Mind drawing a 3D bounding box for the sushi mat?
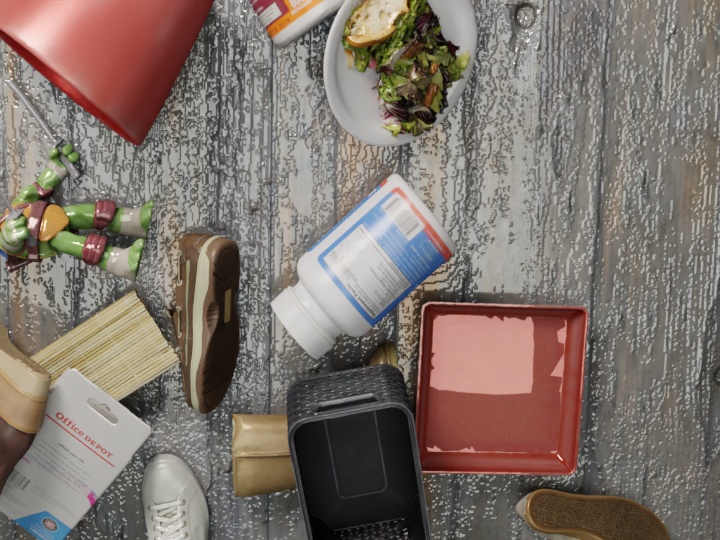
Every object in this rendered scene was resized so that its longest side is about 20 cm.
[{"bbox_3d":[-0.301,0.110,1.189,0.198,0.012,0.096,-31,101,15],"label":"sushi mat"}]

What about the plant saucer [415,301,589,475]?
[{"bbox_3d":[0.160,0.136,1.247,0.196,0.037,0.204,2,99,-6],"label":"plant saucer"}]

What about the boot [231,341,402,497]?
[{"bbox_3d":[-0.050,0.172,1.220,0.195,0.066,0.179,-1,99,-4],"label":"boot"}]

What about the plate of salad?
[{"bbox_3d":[0.051,-0.225,1.134,0.197,0.048,0.204,-17,123,-28],"label":"plate of salad"}]

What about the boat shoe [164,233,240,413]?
[{"bbox_3d":[-0.180,0.056,1.196,0.074,0.074,0.207,16,106,27],"label":"boat shoe"}]

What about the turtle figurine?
[{"bbox_3d":[-0.315,-0.074,1.117,0.190,0.144,0.204,13,101,-11],"label":"turtle figurine"}]

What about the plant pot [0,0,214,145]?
[{"bbox_3d":[-0.250,-0.258,1.078,0.199,0.200,0.178,38,85,-10],"label":"plant pot"}]

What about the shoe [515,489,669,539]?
[{"bbox_3d":[0.278,0.304,1.282,0.196,0.053,0.071,18,65,-12],"label":"shoe"}]

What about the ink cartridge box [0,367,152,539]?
[{"bbox_3d":[-0.318,0.194,1.175,0.115,0.068,0.200,39,109,-10],"label":"ink cartridge box"}]

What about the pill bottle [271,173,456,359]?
[{"bbox_3d":[0.000,0.000,1.173,0.199,0.112,0.113,-41,100,3],"label":"pill bottle"}]

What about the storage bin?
[{"bbox_3d":[-0.002,0.219,1.161,0.132,0.094,0.204,-10,111,-1],"label":"storage bin"}]

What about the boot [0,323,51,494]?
[{"bbox_3d":[-0.420,0.144,1.137,0.198,0.072,0.169,31,97,32],"label":"boot"}]

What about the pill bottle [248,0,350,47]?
[{"bbox_3d":[-0.092,-0.347,1.106,0.113,0.114,0.202,-32,101,1],"label":"pill bottle"}]

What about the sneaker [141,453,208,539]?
[{"bbox_3d":[-0.206,0.314,1.219,0.071,0.085,0.204,-11,99,-1],"label":"sneaker"}]
